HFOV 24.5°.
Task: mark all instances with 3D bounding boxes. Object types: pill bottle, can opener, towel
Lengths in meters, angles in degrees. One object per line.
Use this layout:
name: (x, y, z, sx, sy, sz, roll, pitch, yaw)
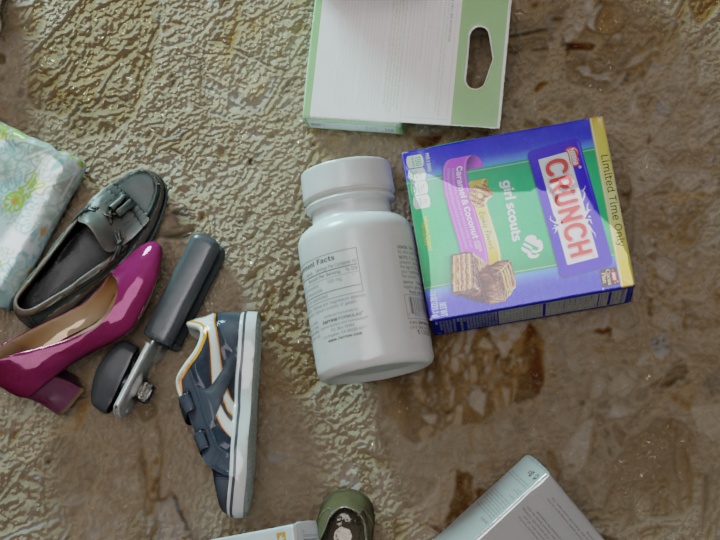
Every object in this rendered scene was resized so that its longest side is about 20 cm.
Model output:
pill bottle: (0.000, 0.000, 1.586, 0.113, 0.114, 0.202, -10, 79, 4)
can opener: (-0.200, 0.054, 1.628, 0.066, 0.053, 0.201, 29, 83, 12)
towel: (-0.400, -0.074, 1.677, 0.198, 0.048, 0.172, 25, 84, 10)

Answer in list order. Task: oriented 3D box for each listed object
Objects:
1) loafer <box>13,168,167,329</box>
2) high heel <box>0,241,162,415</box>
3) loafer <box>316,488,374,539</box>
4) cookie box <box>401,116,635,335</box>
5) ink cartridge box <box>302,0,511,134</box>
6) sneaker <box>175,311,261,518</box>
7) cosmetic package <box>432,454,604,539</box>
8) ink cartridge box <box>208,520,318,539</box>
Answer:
loafer: (-0.267, -0.021, 1.644, 0.072, 0.063, 0.200, 39, 86, 12)
high heel: (-0.276, 0.041, 1.611, 0.096, 0.067, 0.201, 35, 87, -30)
loafer: (-0.026, 0.304, 1.556, 0.075, 0.067, 0.202, 1, 80, 6)
cookie box: (0.151, -0.042, 1.598, 0.198, 0.075, 0.173, -10, 77, 3)
ink cartridge box: (0.047, -0.210, 1.654, 0.198, 0.048, 0.147, 5, 80, 6)
sneaker: (-0.138, 0.138, 1.595, 0.078, 0.079, 0.202, 0, 69, 1)
cosmetic package: (0.121, 0.280, 1.522, 0.200, 0.085, 0.108, -40, 100, -2)
ink cartridge box: (-0.113, 0.347, 1.550, 0.199, 0.043, 0.200, -16, 76, 36)
